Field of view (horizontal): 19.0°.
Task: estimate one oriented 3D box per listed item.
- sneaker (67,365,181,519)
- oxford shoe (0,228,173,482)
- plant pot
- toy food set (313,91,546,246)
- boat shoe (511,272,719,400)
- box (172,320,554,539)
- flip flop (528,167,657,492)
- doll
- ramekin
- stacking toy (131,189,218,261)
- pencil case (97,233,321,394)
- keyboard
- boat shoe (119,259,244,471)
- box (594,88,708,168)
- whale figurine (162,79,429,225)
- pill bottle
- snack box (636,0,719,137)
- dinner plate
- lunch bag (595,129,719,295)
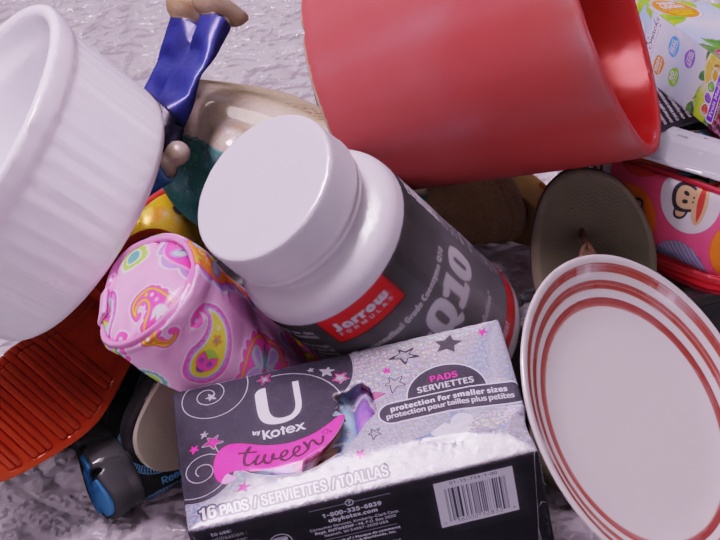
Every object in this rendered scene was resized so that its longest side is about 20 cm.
[{"bbox_3d":[-0.170,0.085,1.440,0.081,0.074,0.200,-21,46,-17],"label":"sneaker"},{"bbox_3d":[-0.183,0.060,1.379,0.200,0.071,0.073,-45,5,-16],"label":"oxford shoe"},{"bbox_3d":[0.071,-0.138,1.318,0.176,0.201,0.201,-17,32,18],"label":"plant pot"},{"bbox_3d":[0.046,-0.094,1.501,0.049,0.198,0.200,-47,45,-15],"label":"toy food set"},{"bbox_3d":[0.153,0.041,1.388,0.201,0.075,0.065,-15,28,-9],"label":"boat shoe"},{"bbox_3d":[0.003,0.127,1.251,0.199,0.133,0.115,-14,42,0],"label":"box"},{"bbox_3d":[0.139,0.036,1.309,0.080,0.058,0.202,7,81,-1],"label":"flip flop"},{"bbox_3d":[-0.144,-0.088,1.423,0.136,0.048,0.201,-1,61,60],"label":"doll"},{"bbox_3d":[-0.209,-0.054,1.334,0.200,0.097,0.201,-41,31,31],"label":"ramekin"},{"bbox_3d":[-0.153,-0.025,1.558,0.199,0.147,0.146,30,51,24],"label":"stacking toy"},{"bbox_3d":[-0.073,0.061,1.312,0.087,0.200,0.088,-23,45,26],"label":"pencil case"},{"bbox_3d":[0.263,-0.053,1.313,0.199,0.011,0.056,19,31,29],"label":"keyboard"},{"bbox_3d":[-0.093,0.052,1.391,0.063,0.074,0.202,5,45,40],"label":"boat shoe"},{"bbox_3d":[0.234,-0.135,1.634,0.199,0.036,0.143,-15,35,-5],"label":"box"},{"bbox_3d":[-0.054,-0.064,1.487,0.199,0.104,0.159,22,12,28],"label":"whale figurine"},{"bbox_3d":[0.000,0.000,1.286,0.113,0.200,0.115,-21,51,28],"label":"pill bottle"},{"bbox_3d":[0.302,-0.136,1.491,0.199,0.053,0.142,0,26,-28],"label":"snack box"},{"bbox_3d":[0.161,0.087,1.244,0.024,0.200,0.200,-33,15,44],"label":"dinner plate"},{"bbox_3d":[0.244,-0.047,1.415,0.199,0.083,0.176,-9,26,-44],"label":"lunch bag"}]
